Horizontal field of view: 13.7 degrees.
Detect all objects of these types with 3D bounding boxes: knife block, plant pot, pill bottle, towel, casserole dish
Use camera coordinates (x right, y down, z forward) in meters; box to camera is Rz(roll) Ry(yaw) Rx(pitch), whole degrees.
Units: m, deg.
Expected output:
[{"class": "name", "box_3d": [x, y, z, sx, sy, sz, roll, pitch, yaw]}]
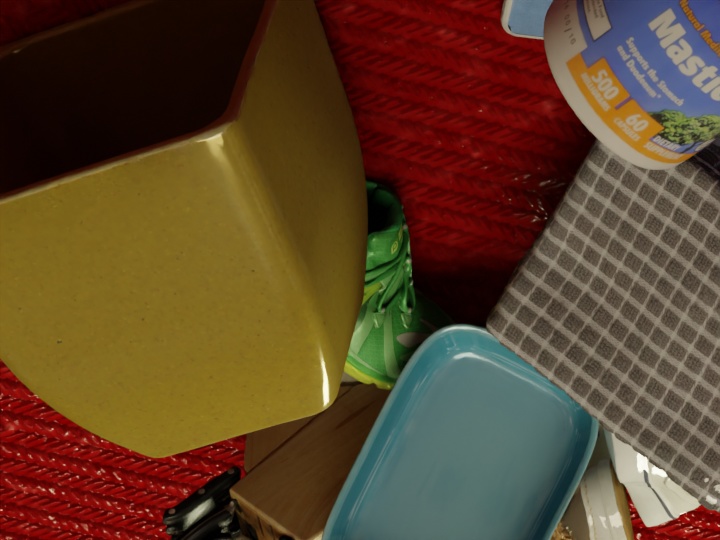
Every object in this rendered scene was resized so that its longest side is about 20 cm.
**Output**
[{"class": "knife block", "box_3d": [-0.020, 0.154, 1.787, 0.199, 0.176, 0.064, -5, 137, 8]}, {"class": "plant pot", "box_3d": [-0.095, -0.019, 1.605, 0.193, 0.196, 0.201, -16, 119, 20]}, {"class": "pill bottle", "box_3d": [0.198, -0.146, 1.525, 0.112, 0.112, 0.200, 32, 130, -27]}, {"class": "towel", "box_3d": [0.180, 0.018, 1.647, 0.200, 0.085, 0.166, 37, 118, 20]}, {"class": "casserole dish", "box_3d": [0.057, 0.126, 1.740, 0.121, 0.201, 0.039, 27, 177, 6]}]

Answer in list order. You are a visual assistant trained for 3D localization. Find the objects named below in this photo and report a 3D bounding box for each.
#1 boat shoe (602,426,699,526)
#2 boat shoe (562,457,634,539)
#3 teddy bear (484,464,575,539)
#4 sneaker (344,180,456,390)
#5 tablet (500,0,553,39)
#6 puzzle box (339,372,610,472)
[{"class": "boat shoe", "box_3d": [0.186, 0.103, 1.809, 0.065, 0.072, 0.200, -15, 151, 8]}, {"class": "boat shoe", "box_3d": [0.137, 0.179, 1.886, 0.069, 0.071, 0.200, -5, 151, 1]}, {"class": "teddy bear", "box_3d": [0.101, 0.200, 1.817, 0.145, 0.067, 0.200, -36, 112, 17]}, {"class": "sneaker", "box_3d": [0.000, 0.000, 1.736, 0.083, 0.074, 0.200, -25, 129, 31]}, {"class": "tablet", "box_3d": [0.181, -0.164, 1.599, 0.199, 0.014, 0.131, 7, 136, -3]}, {"class": "puzzle box", "box_3d": [0.056, 0.090, 1.861, 0.199, 0.026, 0.133, -4, 135, 7]}]
